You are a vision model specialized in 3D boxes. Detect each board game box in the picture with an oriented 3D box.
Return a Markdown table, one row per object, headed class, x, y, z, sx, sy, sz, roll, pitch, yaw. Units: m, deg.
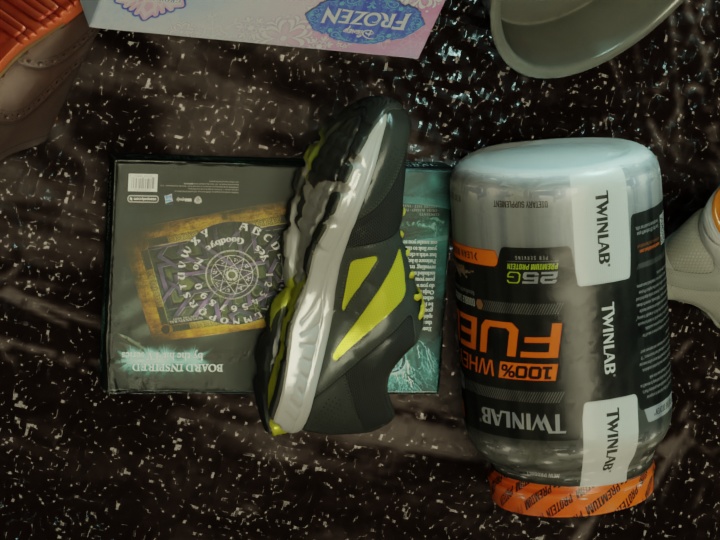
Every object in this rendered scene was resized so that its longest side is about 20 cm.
| class | x | y | z | sx | sy | sz | roll | pitch | yaw |
| --- | --- | --- | --- | --- | --- | --- | --- | --- | --- |
| board game box | -0.027 | -0.205 | 1.392 | 0.199 | 0.041 | 0.200 | 3 | 134 | -25 |
| board game box | -0.048 | 0.004 | 1.531 | 0.198 | 0.028 | 0.136 | 1 | 101 | -14 |

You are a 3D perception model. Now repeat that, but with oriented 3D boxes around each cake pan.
| class | x | y | z | sx | sy | sz | roll | pitch | yaw |
| --- | --- | --- | --- | --- | --- | --- | --- | --- | --- |
| cake pan | 0.139 | -0.197 | 1.474 | 0.200 | 0.037 | 0.201 | -32 | 148 | -23 |

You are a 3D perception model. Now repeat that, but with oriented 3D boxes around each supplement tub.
| class | x | y | z | sx | sy | sz | roll | pitch | yaw |
| --- | --- | --- | --- | --- | --- | --- | --- | --- | --- |
| supplement tub | 0.116 | 0.031 | 1.527 | 0.121 | 0.122 | 0.202 | -7 | 102 | -12 |

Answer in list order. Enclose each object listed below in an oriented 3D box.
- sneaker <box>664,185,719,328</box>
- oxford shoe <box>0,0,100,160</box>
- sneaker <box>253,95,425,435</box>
| class | x | y | z | sx | sy | sz | roll | pitch | yaw |
| --- | --- | --- | --- | --- | --- | --- | --- | --- | --- |
| sneaker | 0.253 | 0.005 | 1.589 | 0.199 | 0.092 | 0.076 | 21 | 53 | -33 |
| oxford shoe | -0.184 | -0.118 | 1.466 | 0.200 | 0.071 | 0.073 | -42 | 137 | -7 |
| sneaker | 0.000 | 0.000 | 1.497 | 0.084 | 0.075 | 0.201 | 11 | 107 | -22 |
